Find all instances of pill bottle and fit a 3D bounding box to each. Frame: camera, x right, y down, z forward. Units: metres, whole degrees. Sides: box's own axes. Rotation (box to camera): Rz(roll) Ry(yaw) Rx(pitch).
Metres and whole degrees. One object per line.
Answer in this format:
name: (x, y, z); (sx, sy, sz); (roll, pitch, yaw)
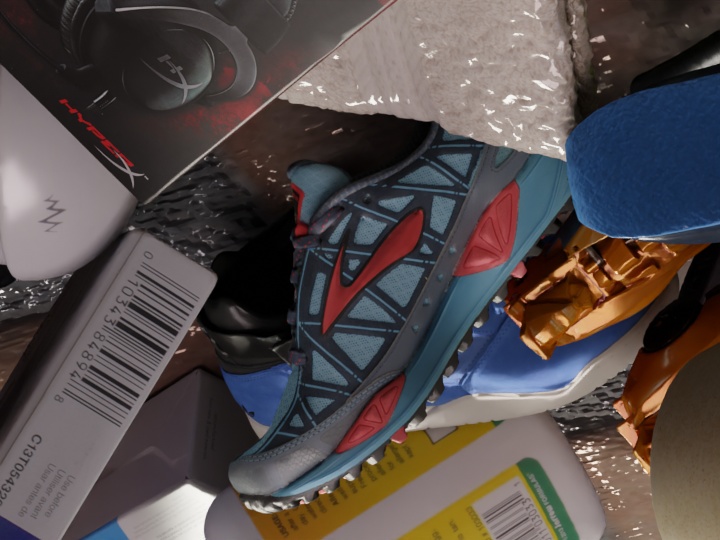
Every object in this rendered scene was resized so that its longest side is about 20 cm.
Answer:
pill bottle: (0.000, 0.126, 0.975); (0.200, 0.113, 0.113); (-33, 140, -5)

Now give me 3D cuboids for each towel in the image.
towel: (0.010, -0.123, 0.707); (0.132, 0.034, 0.200); (15, 139, 29)

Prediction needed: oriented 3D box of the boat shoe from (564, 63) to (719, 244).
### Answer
boat shoe: (0.166, -0.051, 0.691); (0.200, 0.084, 0.069); (1, -175, 30)

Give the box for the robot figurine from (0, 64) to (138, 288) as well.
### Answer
robot figurine: (-0.177, -0.060, 0.799); (0.200, 0.125, 0.150); (3, 176, 0)

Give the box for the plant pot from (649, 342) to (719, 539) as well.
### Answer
plant pot: (0.205, 0.070, 0.729); (0.200, 0.188, 0.187); (-5, 147, 44)

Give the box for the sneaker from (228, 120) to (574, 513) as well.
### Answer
sneaker: (0.000, 0.000, 0.837); (0.095, 0.200, 0.079); (38, 169, -9)

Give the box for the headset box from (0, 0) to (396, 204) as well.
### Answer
headset box: (-0.055, -0.128, 0.664); (0.149, 0.077, 0.200); (45, 143, -10)

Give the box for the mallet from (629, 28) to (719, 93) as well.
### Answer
mallet: (0.165, -0.094, 0.730); (0.066, 0.041, 0.200); (-3, 166, -22)

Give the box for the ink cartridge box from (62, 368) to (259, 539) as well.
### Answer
ink cartridge box: (-0.044, 0.139, 1.098); (0.200, 0.068, 0.115); (31, 135, -31)

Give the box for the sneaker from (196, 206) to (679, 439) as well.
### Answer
sneaker: (0.028, 0.007, 0.909); (0.200, 0.077, 0.111); (-15, 134, 14)

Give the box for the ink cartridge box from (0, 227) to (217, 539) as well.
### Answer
ink cartridge box: (-0.133, 0.078, 0.856); (0.043, 0.197, 0.200); (31, 173, -8)

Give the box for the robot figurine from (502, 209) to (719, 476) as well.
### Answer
robot figurine: (0.162, -0.014, 0.829); (0.200, 0.058, 0.145); (-39, 108, 17)

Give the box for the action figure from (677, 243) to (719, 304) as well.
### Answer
action figure: (0.237, 0.037, 0.934); (0.200, 0.069, 0.130); (27, 153, -18)
